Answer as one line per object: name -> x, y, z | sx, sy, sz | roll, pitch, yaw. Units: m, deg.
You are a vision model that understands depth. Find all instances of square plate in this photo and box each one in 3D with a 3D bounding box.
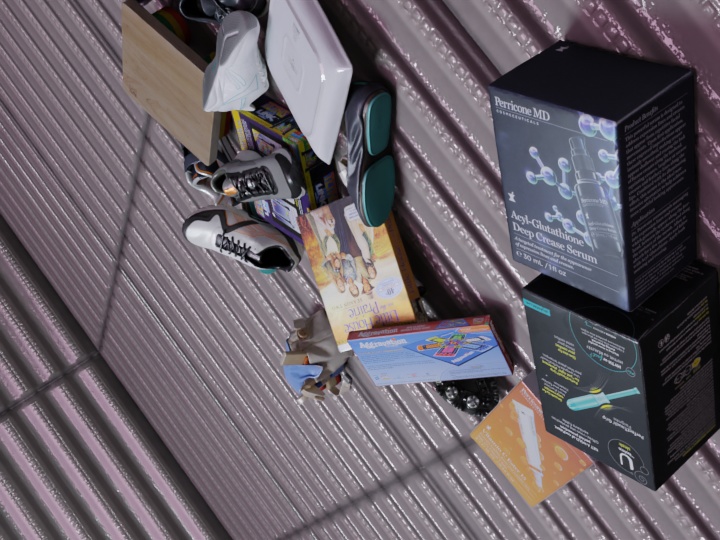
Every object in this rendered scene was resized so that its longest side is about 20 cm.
square plate -> -0.074, -0.262, 1.262 | 0.201, 0.028, 0.198 | 63, 159, 22

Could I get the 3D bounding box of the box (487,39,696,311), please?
box -> 0.217, -0.089, 0.934 | 0.148, 0.107, 0.201 | 28, 141, 45

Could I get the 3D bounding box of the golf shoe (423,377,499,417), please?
golf shoe -> 0.123, 0.140, 1.416 | 0.200, 0.077, 0.088 | 39, 169, 35

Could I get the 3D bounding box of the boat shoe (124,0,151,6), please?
boat shoe -> -0.301, -0.419, 1.466 | 0.200, 0.067, 0.057 | 14, 104, 63

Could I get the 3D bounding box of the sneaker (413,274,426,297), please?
sneaker -> 0.024, 0.037, 1.457 | 0.077, 0.075, 0.200 | 61, 144, 7

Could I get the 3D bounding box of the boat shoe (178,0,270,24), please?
boat shoe -> -0.187, -0.361, 1.343 | 0.199, 0.066, 0.075 | 23, 137, 53

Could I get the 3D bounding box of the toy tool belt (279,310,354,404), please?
toy tool belt -> -0.090, 0.166, 1.725 | 0.125, 0.123, 0.200 | 43, 152, 24

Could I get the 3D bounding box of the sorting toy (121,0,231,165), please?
sorting toy -> -0.271, -0.296, 1.548 | 0.200, 0.070, 0.199 | 42, 150, 13

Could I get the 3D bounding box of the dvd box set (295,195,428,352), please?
dvd box set -> 0.000, 0.000, 1.373 | 0.146, 0.029, 0.201 | -18, 90, 38

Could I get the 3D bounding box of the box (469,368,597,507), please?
box -> 0.234, 0.189, 1.231 | 0.124, 0.097, 0.200 | 49, 153, 14

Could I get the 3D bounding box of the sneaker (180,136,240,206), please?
sneaker -> -0.257, -0.191, 1.654 | 0.200, 0.079, 0.078 | 57, 155, 2

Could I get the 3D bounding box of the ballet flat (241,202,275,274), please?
ballet flat -> -0.163, -0.093, 1.636 | 0.075, 0.068, 0.201 | -122, 21, -53

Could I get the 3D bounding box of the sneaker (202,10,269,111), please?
sneaker -> -0.157, -0.278, 1.354 | 0.200, 0.080, 0.071 | 131, 140, -61

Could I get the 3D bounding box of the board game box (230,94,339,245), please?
board game box -> -0.103, -0.141, 1.474 | 0.165, 0.057, 0.201 | 35, 147, 40

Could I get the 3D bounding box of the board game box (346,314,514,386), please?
board game box -> 0.091, 0.108, 1.330 | 0.199, 0.020, 0.103 | -8, 135, 26

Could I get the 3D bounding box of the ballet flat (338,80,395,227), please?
ballet flat -> 0.005, -0.149, 1.268 | 0.073, 0.073, 0.201 | 34, 141, 37

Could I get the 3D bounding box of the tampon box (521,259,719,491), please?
tampon box -> 0.269, 0.087, 1.024 | 0.150, 0.126, 0.201 | 27, 143, 45

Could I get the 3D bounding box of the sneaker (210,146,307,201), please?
sneaker -> -0.141, -0.123, 1.406 | 0.200, 0.079, 0.074 | 8, 125, 56

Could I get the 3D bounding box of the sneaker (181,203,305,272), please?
sneaker -> -0.181, -0.047, 1.572 | 0.199, 0.080, 0.074 | 9, 127, 1
